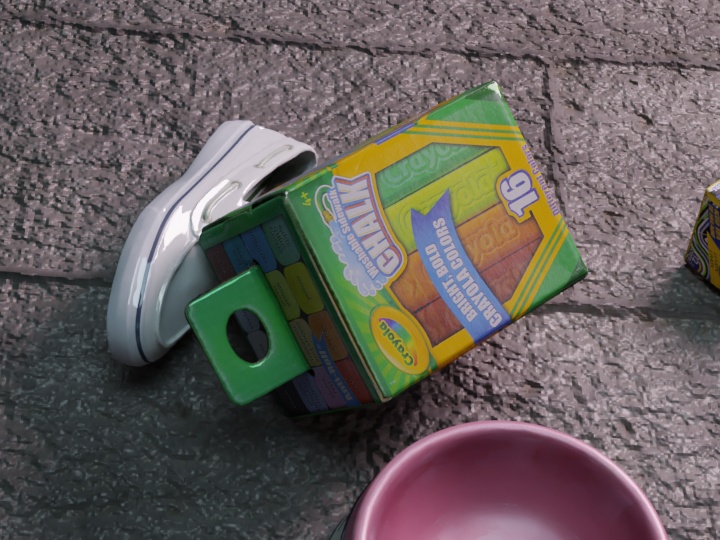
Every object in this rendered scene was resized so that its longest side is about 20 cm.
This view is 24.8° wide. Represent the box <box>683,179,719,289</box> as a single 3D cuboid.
[{"bbox_3d":[0.300,-0.055,1.049,0.199,0.070,0.064,-31,57,-28],"label":"box"}]

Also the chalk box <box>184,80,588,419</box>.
[{"bbox_3d":[0.000,0.000,0.906,0.199,0.123,0.125,-31,97,-29],"label":"chalk box"}]

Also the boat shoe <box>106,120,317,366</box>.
[{"bbox_3d":[-0.084,-0.022,0.971,0.066,0.074,0.201,8,47,19],"label":"boat shoe"}]

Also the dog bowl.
[{"bbox_3d":[0.073,0.164,0.839,0.197,0.074,0.202,3,50,-4],"label":"dog bowl"}]
